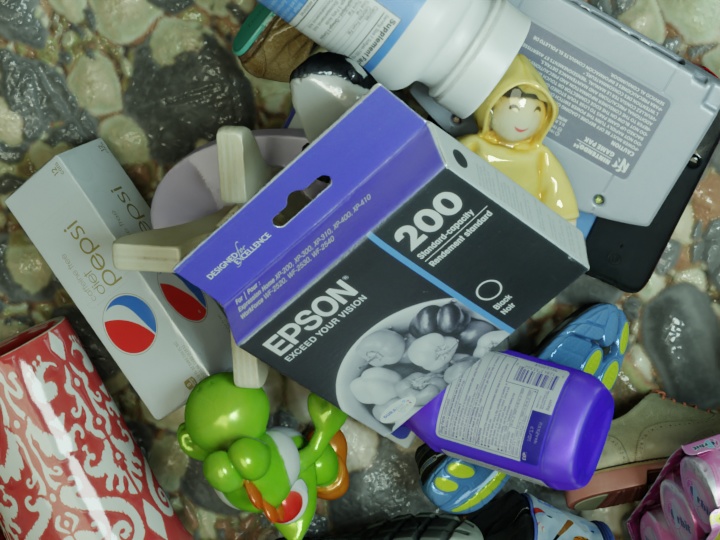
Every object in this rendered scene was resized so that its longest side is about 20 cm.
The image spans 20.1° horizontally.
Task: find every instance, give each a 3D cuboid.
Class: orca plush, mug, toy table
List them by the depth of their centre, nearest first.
[{"bbox_3d":[0.035,-0.081,1.345,0.200,0.071,0.105,39,145,-14],"label":"orca plush"},{"bbox_3d":[-0.066,-0.024,1.420,0.198,0.117,0.186,-9,107,18],"label":"toy table"},{"bbox_3d":[-0.247,0.156,1.539,0.176,0.133,0.201,-23,99,11],"label":"mug"}]

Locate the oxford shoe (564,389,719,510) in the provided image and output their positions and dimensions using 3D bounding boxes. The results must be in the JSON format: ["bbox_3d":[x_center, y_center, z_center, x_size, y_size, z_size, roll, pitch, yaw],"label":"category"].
[{"bbox_3d":[0.241,0.118,1.501,0.198,0.071,0.075,-13,70,-5],"label":"oxford shoe"}]

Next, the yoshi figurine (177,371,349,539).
[{"bbox_3d":[-0.073,0.122,1.477,0.111,0.200,0.113,28,88,15],"label":"yoshi figurine"}]

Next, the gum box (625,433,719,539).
[{"bbox_3d":[0.268,0.163,1.428,0.112,0.200,0.067,-15,69,-11],"label":"gum box"}]

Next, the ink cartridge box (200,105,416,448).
[{"bbox_3d":[0.000,0.000,1.498,0.199,0.047,0.199,32,114,3],"label":"ink cartridge box"}]

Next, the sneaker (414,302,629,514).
[{"bbox_3d":[0.115,0.091,1.503,0.200,0.083,0.071,-44,125,2],"label":"sneaker"}]

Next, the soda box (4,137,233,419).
[{"bbox_3d":[-0.171,0.006,1.493,0.064,0.068,0.201,-37,88,27],"label":"soda box"}]

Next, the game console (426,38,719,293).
[{"bbox_3d":[0.150,-0.096,1.469,0.199,0.031,0.178,24,107,0],"label":"game console"}]

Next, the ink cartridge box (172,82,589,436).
[{"bbox_3d":[0.014,0.000,1.317,0.199,0.044,0.198,33,118,-32],"label":"ink cartridge box"}]

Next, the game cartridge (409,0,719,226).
[{"bbox_3d":[0.142,-0.121,1.431,0.199,0.041,0.134,30,107,-2],"label":"game cartridge"}]

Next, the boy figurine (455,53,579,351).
[{"bbox_3d":[0.098,-0.048,1.405,0.123,0.064,0.202,13,104,-10],"label":"boy figurine"}]

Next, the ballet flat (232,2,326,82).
[{"bbox_3d":[-0.013,-0.215,1.441,0.072,0.068,0.201,27,107,-22],"label":"ballet flat"}]

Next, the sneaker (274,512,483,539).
[{"bbox_3d":[0.002,0.229,1.495,0.198,0.075,0.080,-13,94,21],"label":"sneaker"}]

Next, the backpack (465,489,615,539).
[{"bbox_3d":[0.127,0.269,1.497,0.153,0.200,0.192,13,109,-11],"label":"backpack"}]

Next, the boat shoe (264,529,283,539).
[{"bbox_3d":[-0.055,0.232,1.573,0.198,0.071,0.070,-10,84,13],"label":"boat shoe"}]

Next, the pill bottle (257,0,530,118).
[{"bbox_3d":[0.011,-0.192,1.351,0.199,0.112,0.113,34,107,-9],"label":"pill bottle"}]

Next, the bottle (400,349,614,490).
[{"bbox_3d":[0.076,0.092,1.433,0.198,0.065,0.084,14,76,27],"label":"bottle"}]
